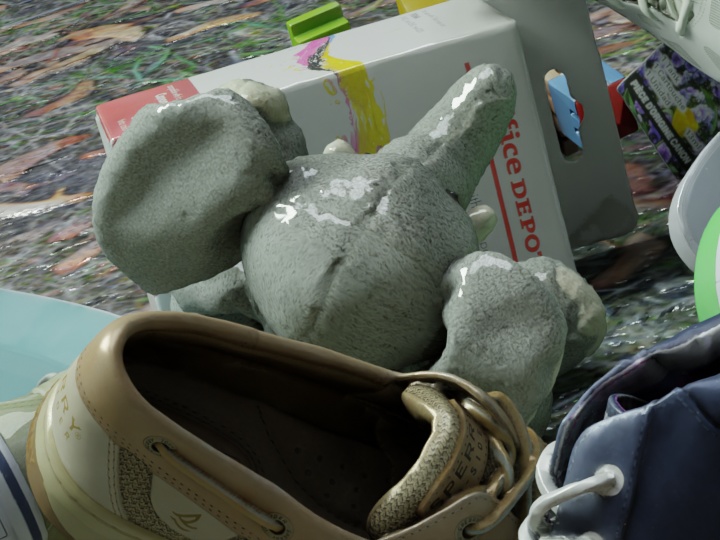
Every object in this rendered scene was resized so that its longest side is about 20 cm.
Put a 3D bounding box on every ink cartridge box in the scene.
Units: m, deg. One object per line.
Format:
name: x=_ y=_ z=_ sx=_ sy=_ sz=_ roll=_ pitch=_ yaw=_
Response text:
ink cartridge box: x=0.203 y=-0.118 z=1.068 sx=0.109 sy=0.050 sz=0.200 roll=-19 pitch=-18 yaw=-49
ink cartridge box: x=0.011 y=-0.031 z=1.038 sx=0.199 sy=0.117 sz=0.068 roll=-18 pitch=17 yaw=-7

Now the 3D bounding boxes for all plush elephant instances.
plush elephant: x=0.000 y=0.000 z=0.867 sx=0.200 sy=0.164 sz=0.155 roll=-53 pitch=-2 yaw=-40

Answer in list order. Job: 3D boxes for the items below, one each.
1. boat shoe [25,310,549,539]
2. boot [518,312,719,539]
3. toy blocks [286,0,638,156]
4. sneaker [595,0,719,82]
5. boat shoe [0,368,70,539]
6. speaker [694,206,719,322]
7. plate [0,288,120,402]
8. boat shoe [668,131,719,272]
boat shoe: x=0.016 y=0.063 z=0.698 sx=0.199 sy=0.072 sz=0.065 roll=17 pitch=-35 yaw=-17
boot: x=0.055 y=0.079 z=0.656 sx=0.199 sy=0.091 sz=0.073 roll=-32 pitch=19 yaw=-4
toy blocks: x=0.027 y=-0.050 z=1.147 sx=0.199 sy=0.100 sz=0.137 roll=-24 pitch=29 yaw=-12
sneaker: x=0.087 y=-0.109 z=0.992 sx=0.115 sy=0.076 sz=0.200 roll=-8 pitch=29 yaw=-27
boat shoe: x=-0.098 y=0.077 z=0.796 sx=0.062 sy=0.072 sz=0.200 roll=-25 pitch=-8 yaw=-14
speaker: x=0.188 y=-0.009 z=0.773 sx=0.088 sy=0.089 sz=0.200 roll=-28 pitch=6 yaw=-36
plate: x=-0.157 y=0.035 z=0.951 sx=0.199 sy=0.026 sz=0.200 roll=7 pitch=11 yaw=-1
boat shoe: x=0.196 y=-0.046 z=1.037 sx=0.199 sy=0.074 sz=0.065 roll=-27 pitch=-9 yaw=-20
